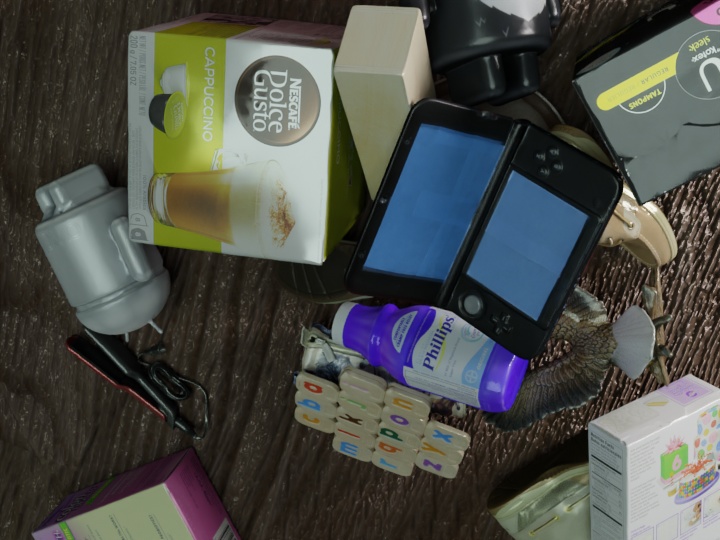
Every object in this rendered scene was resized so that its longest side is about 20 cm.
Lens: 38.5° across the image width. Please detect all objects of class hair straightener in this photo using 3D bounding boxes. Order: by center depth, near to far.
[{"bbox_3d":[-0.253,0.124,1.220,0.200,0.041,0.077,43,111,-2],"label":"hair straightener"}]

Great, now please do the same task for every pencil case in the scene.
[{"bbox_3d":[0.029,0.108,1.126,0.198,0.090,0.078,8,72,11],"label":"pencil case"}]

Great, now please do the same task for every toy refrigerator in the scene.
[{"bbox_3d":[0.028,-0.147,0.958,0.069,0.076,0.200,7,153,15],"label":"toy refrigerator"}]

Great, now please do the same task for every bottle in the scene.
[{"bbox_3d":[0.067,0.078,1.044,0.199,0.084,0.065,16,155,25],"label":"bottle"}]

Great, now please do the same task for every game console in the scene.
[{"bbox_3d":[0.108,-0.031,0.926,0.172,0.118,0.201,35,118,25],"label":"game console"}]

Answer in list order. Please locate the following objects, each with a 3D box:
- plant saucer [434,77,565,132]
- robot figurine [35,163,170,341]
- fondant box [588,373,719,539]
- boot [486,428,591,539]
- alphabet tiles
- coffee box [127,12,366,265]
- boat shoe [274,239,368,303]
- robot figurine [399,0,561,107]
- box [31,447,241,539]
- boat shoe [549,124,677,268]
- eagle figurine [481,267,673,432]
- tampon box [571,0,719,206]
[{"bbox_3d":[0.123,-0.106,1.070,0.198,0.035,0.202,3,106,11],"label":"plant saucer"},{"bbox_3d":[-0.284,-0.014,1.147,0.169,0.113,0.201,-10,108,55],"label":"robot figurine"},{"bbox_3d":[0.308,0.226,1.061,0.143,0.058,0.202,-19,118,-25],"label":"fondant box"},{"bbox_3d":[0.260,0.266,1.133,0.199,0.072,0.155,-33,100,17],"label":"boot"},{"bbox_3d":[0.021,0.168,1.123,0.194,0.015,0.201,19,148,7],"label":"alphabet tiles"},{"bbox_3d":[-0.100,-0.138,1.021,0.196,0.200,0.201,7,109,10],"label":"coffee box"},{"bbox_3d":[0.000,0.000,1.110,0.199,0.076,0.072,3,94,35],"label":"boat shoe"},{"bbox_3d":[0.113,-0.257,0.965,0.124,0.150,0.202,-9,90,21],"label":"robot figurine"},{"bbox_3d":[-0.262,0.342,1.260,0.199,0.097,0.177,-24,101,17],"label":"box"},{"bbox_3d":[0.235,-0.057,1.008,0.200,0.071,0.065,40,77,-27],"label":"boat shoe"},{"bbox_3d":[0.214,0.079,1.059,0.198,0.152,0.152,-3,126,8],"label":"eagle figurine"},{"bbox_3d":[0.284,-0.166,0.926,0.149,0.200,0.127,-28,99,18],"label":"tampon box"}]
